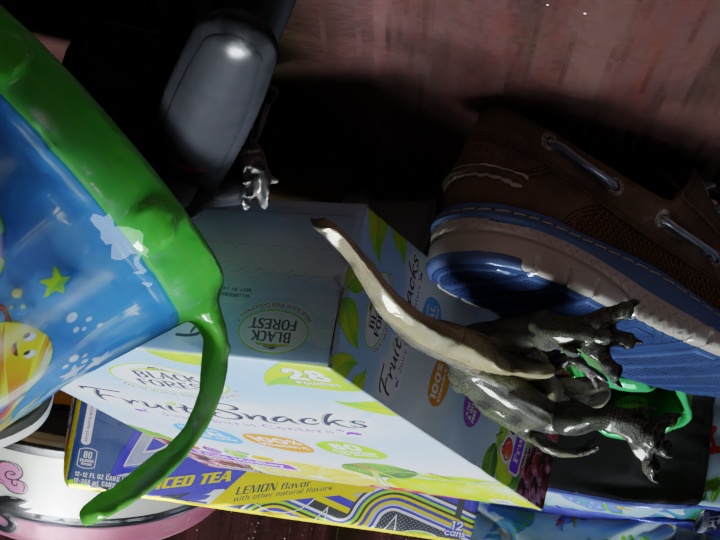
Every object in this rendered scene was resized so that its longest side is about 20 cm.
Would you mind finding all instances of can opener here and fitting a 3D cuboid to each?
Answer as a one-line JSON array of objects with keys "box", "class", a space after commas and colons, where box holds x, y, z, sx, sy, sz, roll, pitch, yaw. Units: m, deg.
[{"box": [-0.051, -0.055, 0.708, 0.079, 0.063, 0.200, 10, 170, -13], "class": "can opener"}]

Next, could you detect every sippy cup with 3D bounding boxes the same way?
[{"box": [-0.135, -0.002, 0.721, 0.178, 0.130, 0.140, 42, 169, 27], "class": "sippy cup"}]

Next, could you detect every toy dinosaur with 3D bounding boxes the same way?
[{"box": [0.061, 0.034, 0.789, 0.088, 0.047, 0.200, 11, 165, 31], "class": "toy dinosaur"}]

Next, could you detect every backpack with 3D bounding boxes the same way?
[{"box": [0.151, 0.111, 1.255, 0.183, 0.147, 0.200, 5, 175, 38], "class": "backpack"}]

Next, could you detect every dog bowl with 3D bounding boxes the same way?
[{"box": [-0.149, 0.076, 1.210, 0.200, 0.074, 0.200, 7, -154, -3], "class": "dog bowl"}]

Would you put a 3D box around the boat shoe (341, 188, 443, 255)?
[{"box": [0.000, 0.000, 0.999, 0.065, 0.074, 0.200, 18, 162, -6], "class": "boat shoe"}]

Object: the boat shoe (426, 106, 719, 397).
[{"box": [0.109, -0.004, 0.841, 0.072, 0.072, 0.200, -3, 160, 43], "class": "boat shoe"}]

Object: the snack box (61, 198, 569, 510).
[{"box": [-0.034, 0.032, 0.882, 0.169, 0.068, 0.200, 4, 161, 29], "class": "snack box"}]

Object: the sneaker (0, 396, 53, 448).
[{"box": [-0.221, 0.076, 0.935, 0.200, 0.084, 0.121, -4, 150, -1], "class": "sneaker"}]

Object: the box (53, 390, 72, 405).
[{"box": [-0.124, 0.032, 1.174, 0.200, 0.041, 0.119, 10, -157, -2], "class": "box"}]

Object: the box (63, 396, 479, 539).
[{"box": [-0.040, 0.076, 1.088, 0.200, 0.070, 0.064, 9, -159, -9], "class": "box"}]

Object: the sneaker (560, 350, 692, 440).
[{"box": [0.120, 0.038, 1.042, 0.074, 0.084, 0.200, 5, 170, 12], "class": "sneaker"}]
